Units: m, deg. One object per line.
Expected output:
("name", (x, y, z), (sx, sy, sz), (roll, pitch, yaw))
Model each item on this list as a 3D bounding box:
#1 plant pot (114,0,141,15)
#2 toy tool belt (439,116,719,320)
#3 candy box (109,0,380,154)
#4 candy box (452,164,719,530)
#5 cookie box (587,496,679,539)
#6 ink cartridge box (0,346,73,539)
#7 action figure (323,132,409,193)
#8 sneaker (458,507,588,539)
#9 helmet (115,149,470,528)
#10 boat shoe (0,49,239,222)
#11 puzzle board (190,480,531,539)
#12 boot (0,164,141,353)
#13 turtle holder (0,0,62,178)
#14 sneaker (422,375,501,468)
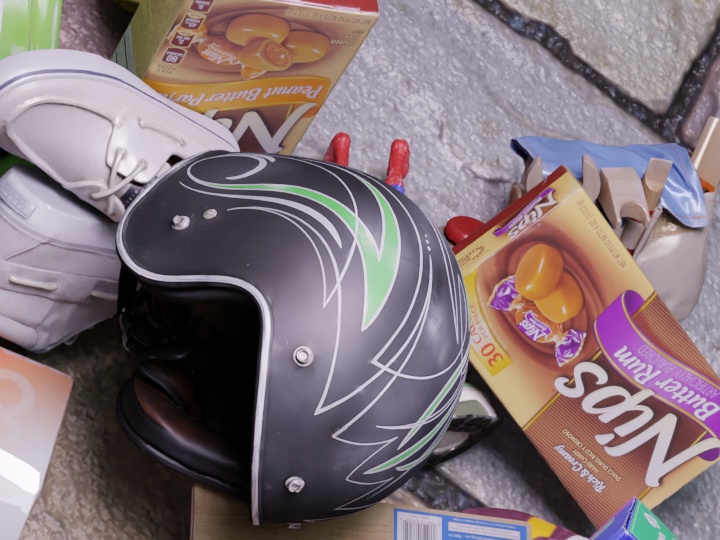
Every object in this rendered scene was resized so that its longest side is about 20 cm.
("plant pot", (-0.079, -0.210, 1.671), (0.199, 0.200, 0.143), (24, 87, -14))
("toy tool belt", (0.139, -0.045, 1.716), (0.199, 0.124, 0.125), (1, 31, -27))
("candy box", (-0.080, -0.117, 1.601), (0.115, 0.200, 0.056), (6, 54, -23))
("candy box", (0.135, 0.051, 1.651), (0.116, 0.056, 0.200), (-36, 109, 3))
("cookie box", (0.165, 0.263, 1.576), (0.200, 0.171, 0.075), (45, 13, -1))
("ink cartridge box", (-0.261, 0.120, 1.504), (0.161, 0.050, 0.201), (23, 57, -15))
("action figure", (0.000, 0.000, 1.647), (0.065, 0.052, 0.201), (10, 41, -5))
("sneaker", (0.143, 0.187, 1.642), (0.199, 0.090, 0.075), (23, 60, -16))
("helmet", (-0.033, 0.038, 1.481), (0.190, 0.201, 0.200), (27, 54, 23))
("boat shoe", (-0.133, -0.062, 1.536), (0.200, 0.071, 0.070), (25, 30, -48))
("puzzle board", (0.001, 0.199, 1.504), (0.199, 0.017, 0.152), (9, 61, -16))
("boot", (-0.158, 0.001, 1.596), (0.199, 0.096, 0.074), (14, 25, -50))
("turtle holder", (-0.225, -0.130, 1.594), (0.131, 0.187, 0.141), (5, 30, -10))
("sneaker", (-0.016, 0.069, 1.640), (0.199, 0.077, 0.089), (3, 54, -30))
